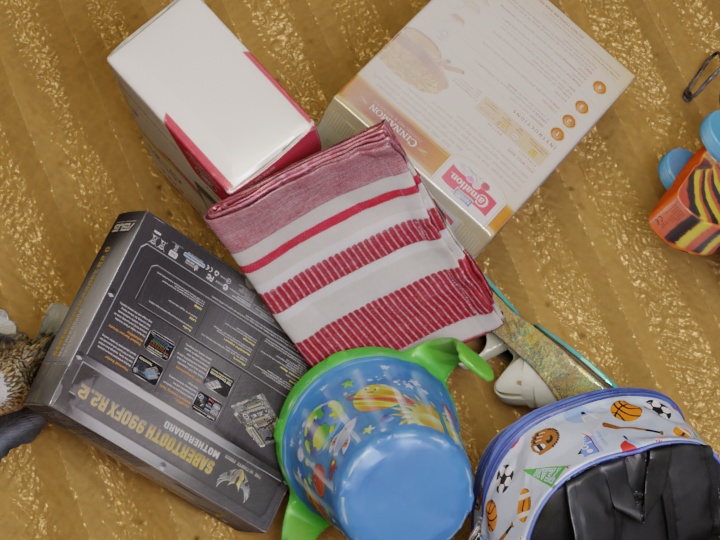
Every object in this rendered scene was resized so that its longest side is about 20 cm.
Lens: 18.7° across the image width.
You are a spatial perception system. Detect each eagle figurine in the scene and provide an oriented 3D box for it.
[{"bbox_3d":[-0.276,0.090,1.589,0.199,0.151,0.152,-17,56,7],"label":"eagle figurine"}]

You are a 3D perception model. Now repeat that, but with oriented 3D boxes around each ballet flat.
[{"bbox_3d":[0.107,0.059,1.614,0.071,0.071,0.200,-43,66,-12],"label":"ballet flat"}]

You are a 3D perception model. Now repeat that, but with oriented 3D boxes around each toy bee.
[{"bbox_3d":[0.286,-0.074,1.630,0.109,0.131,0.200,36,63,-9],"label":"toy bee"}]

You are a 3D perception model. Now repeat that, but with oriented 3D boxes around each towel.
[{"bbox_3d":[0.000,0.000,1.538,0.144,0.200,0.023,-26,36,11],"label":"towel"}]

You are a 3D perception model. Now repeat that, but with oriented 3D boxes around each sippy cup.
[{"bbox_3d":[0.018,0.135,1.527,0.139,0.130,0.178,1,105,-14],"label":"sippy cup"}]

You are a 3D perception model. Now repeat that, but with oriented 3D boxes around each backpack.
[{"bbox_3d":[0.164,0.171,1.488,0.200,0.191,0.154,-15,42,-22],"label":"backpack"}]

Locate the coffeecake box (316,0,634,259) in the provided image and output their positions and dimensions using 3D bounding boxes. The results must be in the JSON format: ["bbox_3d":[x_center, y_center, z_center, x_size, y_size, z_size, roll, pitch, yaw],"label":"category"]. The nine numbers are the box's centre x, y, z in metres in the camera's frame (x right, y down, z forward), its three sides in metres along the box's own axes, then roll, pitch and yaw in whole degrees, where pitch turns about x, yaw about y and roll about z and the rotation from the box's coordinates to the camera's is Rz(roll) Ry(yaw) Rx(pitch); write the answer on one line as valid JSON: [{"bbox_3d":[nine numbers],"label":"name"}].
[{"bbox_3d":[0.083,-0.121,1.634,0.153,0.073,0.200,42,58,3],"label":"coffeecake box"}]

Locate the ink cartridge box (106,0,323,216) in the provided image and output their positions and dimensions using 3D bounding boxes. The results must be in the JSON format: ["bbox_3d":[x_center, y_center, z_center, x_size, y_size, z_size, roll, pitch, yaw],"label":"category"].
[{"bbox_3d":[-0.096,-0.094,1.615,0.086,0.200,0.148,-40,71,-10],"label":"ink cartridge box"}]

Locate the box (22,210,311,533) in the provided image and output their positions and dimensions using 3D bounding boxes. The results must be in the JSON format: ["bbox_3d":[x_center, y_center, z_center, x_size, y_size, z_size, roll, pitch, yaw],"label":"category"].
[{"bbox_3d":[-0.120,0.075,1.574,0.200,0.048,0.159,33,72,-26],"label":"box"}]
